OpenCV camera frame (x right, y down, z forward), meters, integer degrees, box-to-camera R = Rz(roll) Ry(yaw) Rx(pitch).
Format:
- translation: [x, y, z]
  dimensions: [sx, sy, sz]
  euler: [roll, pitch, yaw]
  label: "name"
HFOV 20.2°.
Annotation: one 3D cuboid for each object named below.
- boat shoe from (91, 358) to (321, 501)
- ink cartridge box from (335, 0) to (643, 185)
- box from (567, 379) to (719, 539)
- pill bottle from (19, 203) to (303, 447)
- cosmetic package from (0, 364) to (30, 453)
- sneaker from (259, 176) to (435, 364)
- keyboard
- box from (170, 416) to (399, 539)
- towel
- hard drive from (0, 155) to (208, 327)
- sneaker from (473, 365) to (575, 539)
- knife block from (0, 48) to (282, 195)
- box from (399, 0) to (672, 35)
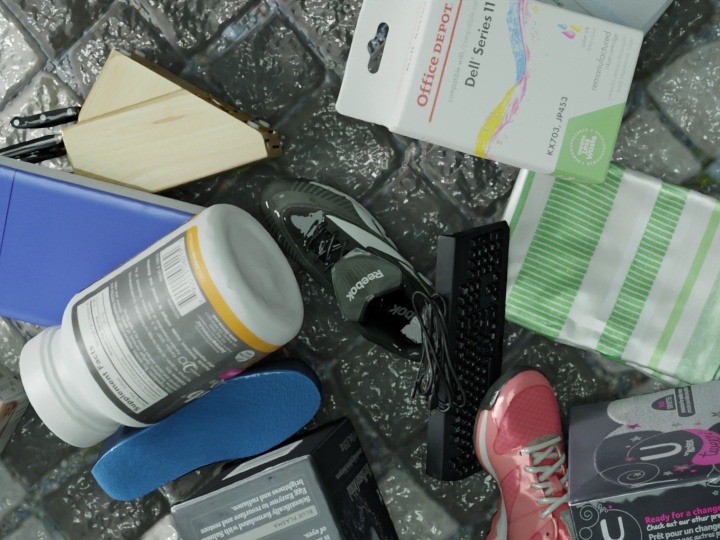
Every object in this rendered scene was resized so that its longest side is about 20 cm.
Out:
- translation: [-0.123, 0.109, 1.581]
  dimensions: [0.199, 0.069, 0.085]
  euler: [-19, 112, 14]
  label: "boat shoe"
- translation: [0.091, -0.142, 1.465]
  dimensions: [0.198, 0.067, 0.118]
  euler: [14, 92, -5]
  label: "ink cartridge box"
- translation: [0.222, 0.168, 1.460]
  dimensions: [0.131, 0.200, 0.116]
  euler: [-12, 105, 10]
  label: "box"
- translation: [-0.150, 0.045, 1.512]
  dimensions: [0.199, 0.116, 0.117]
  euler: [-32, 89, 21]
  label: "pill bottle"
- translation: [-0.358, 0.158, 1.619]
  dimensions: [0.103, 0.087, 0.201]
  euler: [30, 99, 5]
  label: "cosmetic package"
- translation: [0.000, 0.000, 1.547]
  dimensions: [0.200, 0.090, 0.067]
  euler: [43, 99, 4]
  label: "sneaker"
- translation: [0.083, 0.069, 1.515]
  dimensions: [0.039, 0.104, 0.202]
  euler: [18, 115, 42]
  label: "keyboard"
- translation: [-0.035, 0.233, 1.518]
  dimensions: [0.117, 0.197, 0.201]
  euler: [-22, 91, 9]
  label: "box"
- translation: [0.198, -0.001, 1.534]
  dimensions: [0.199, 0.023, 0.154]
  euler: [21, 110, 7]
  label: "towel"
- translation: [-0.197, -0.005, 1.568]
  dimensions: [0.198, 0.025, 0.133]
  euler: [14, 121, -4]
  label: "hard drive"
- translation: [0.140, 0.169, 1.521]
  dimensions: [0.073, 0.087, 0.202]
  euler: [-16, 111, -30]
  label: "sneaker"
- translation: [-0.184, -0.075, 1.585]
  dimensions: [0.199, 0.064, 0.176]
  euler: [29, 99, 6]
  label: "knife block"
- translation: [0.148, -0.219, 1.513]
  dimensions: [0.156, 0.041, 0.200]
  euler: [36, 101, -11]
  label: "box"
